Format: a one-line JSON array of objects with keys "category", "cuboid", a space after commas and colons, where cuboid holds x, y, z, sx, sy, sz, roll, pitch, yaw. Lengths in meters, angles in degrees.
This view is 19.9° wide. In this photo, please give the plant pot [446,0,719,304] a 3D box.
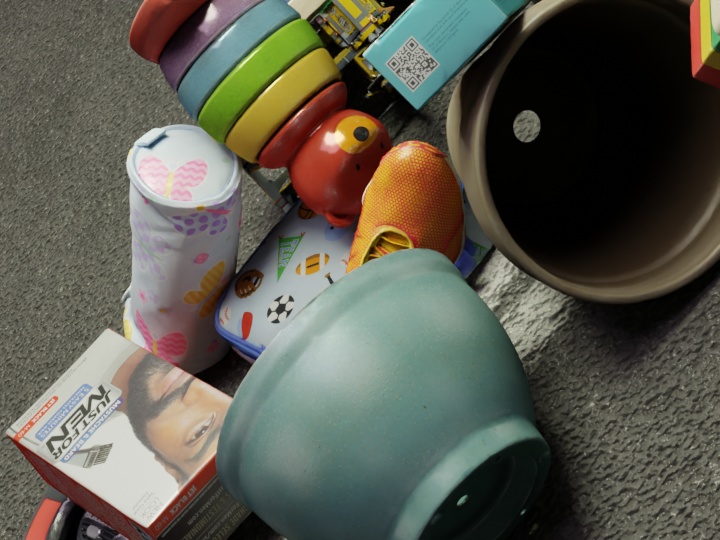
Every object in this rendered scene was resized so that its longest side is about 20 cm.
[{"category": "plant pot", "cuboid": [0.137, -0.088, 1.344, 0.200, 0.200, 0.173, -49, 19, -7]}]

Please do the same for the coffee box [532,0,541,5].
[{"category": "coffee box", "cuboid": [0.162, -0.236, 1.434, 0.114, 0.200, 0.080, -30, 29, 20]}]

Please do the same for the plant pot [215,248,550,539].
[{"category": "plant pot", "cuboid": [0.030, 0.107, 1.249, 0.200, 0.200, 0.134, -46, 62, -2]}]

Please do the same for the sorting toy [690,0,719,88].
[{"category": "sorting toy", "cuboid": [0.290, -0.160, 1.256, 0.201, 0.198, 0.070, -83, 18, -45]}]

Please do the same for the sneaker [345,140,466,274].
[{"category": "sneaker", "cuboid": [0.020, 0.013, 1.319, 0.073, 0.201, 0.077, 16, 26, 7]}]

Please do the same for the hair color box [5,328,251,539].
[{"category": "hair color box", "cuboid": [-0.150, 0.124, 1.441, 0.111, 0.064, 0.199, -46, 39, -18]}]

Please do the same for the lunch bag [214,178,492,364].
[{"category": "lunch bag", "cuboid": [0.000, 0.000, 1.471, 0.200, 0.076, 0.160, -52, 37, -10]}]

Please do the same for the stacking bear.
[{"category": "stacking bear", "cuboid": [-0.056, -0.121, 1.433, 0.121, 0.200, 0.114, -40, -5, -36]}]

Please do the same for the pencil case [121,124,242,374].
[{"category": "pencil case", "cuboid": [-0.132, -0.013, 1.512, 0.083, 0.201, 0.091, -26, 57, -28]}]

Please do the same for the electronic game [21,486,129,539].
[{"category": "electronic game", "cuboid": [-0.171, 0.182, 1.481, 0.199, 0.042, 0.201, -27, 39, 23]}]

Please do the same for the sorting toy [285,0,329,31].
[{"category": "sorting toy", "cuboid": [-0.035, -0.240, 1.657, 0.200, 0.070, 0.199, -44, -1, 0]}]

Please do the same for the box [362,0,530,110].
[{"category": "box", "cuboid": [0.064, -0.161, 1.311, 0.082, 0.049, 0.200, -45, 2, 18]}]

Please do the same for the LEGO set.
[{"category": "LEGO set", "cuboid": [-0.024, -0.113, 1.558, 0.200, 0.116, 0.154, -44, -2, -10]}]
